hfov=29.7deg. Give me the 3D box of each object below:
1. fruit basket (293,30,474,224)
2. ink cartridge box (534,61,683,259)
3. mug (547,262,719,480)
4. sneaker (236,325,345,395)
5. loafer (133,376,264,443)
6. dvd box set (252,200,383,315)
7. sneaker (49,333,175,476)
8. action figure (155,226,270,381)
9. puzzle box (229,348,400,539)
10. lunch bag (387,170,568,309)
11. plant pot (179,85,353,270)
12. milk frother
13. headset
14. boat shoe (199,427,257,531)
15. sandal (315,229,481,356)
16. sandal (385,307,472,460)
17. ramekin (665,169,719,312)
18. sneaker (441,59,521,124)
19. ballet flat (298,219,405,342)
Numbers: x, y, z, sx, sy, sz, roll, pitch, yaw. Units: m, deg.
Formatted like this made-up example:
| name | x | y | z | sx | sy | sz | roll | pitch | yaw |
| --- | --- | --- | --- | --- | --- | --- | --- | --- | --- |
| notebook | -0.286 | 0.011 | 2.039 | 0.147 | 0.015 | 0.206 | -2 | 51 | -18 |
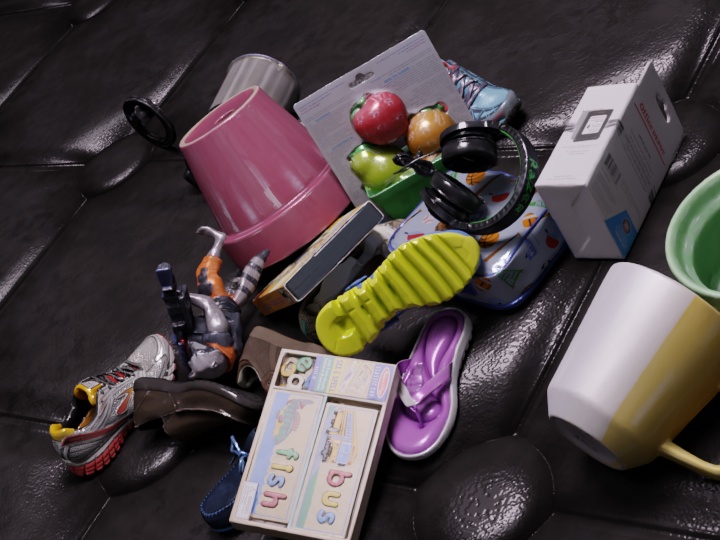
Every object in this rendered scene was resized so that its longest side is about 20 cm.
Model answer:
| name | x | y | z | sx | sy | sz | roll | pitch | yaw |
| --- | --- | --- | --- | --- | --- | --- | --- | --- | --- |
| fruit basket | 0.044 | -0.169 | 1.674 | 0.185 | 0.200 | 0.094 | -30 | 20 | 7 |
| ink cartridge box | 0.278 | -0.123 | 1.497 | 0.067 | 0.116 | 0.200 | 0 | 47 | 41 |
| mug | 0.259 | 0.100 | 1.227 | 0.153 | 0.149 | 0.186 | -52 | 31 | -11 |
| sneaker | -0.067 | 0.122 | 1.549 | 0.200 | 0.070 | 0.076 | 14 | 76 | 51 |
| loafer | -0.191 | 0.168 | 1.589 | 0.200 | 0.073 | 0.072 | -1 | 74 | 42 |
| dvd box set | -0.055 | -0.012 | 1.631 | 0.146 | 0.029 | 0.200 | -46 | 6 | -14 |
| sneaker | -0.302 | 0.154 | 1.673 | 0.078 | 0.082 | 0.200 | 6 | 50 | 43 |
| action figure | -0.173 | 0.040 | 1.613 | 0.104 | 0.200 | 0.194 | 0 | 52 | 9 |
| puzzle box | -0.045 | 0.182 | 1.401 | 0.133 | 0.025 | 0.201 | 7 | 62 | 17 |
| lunch bag | 0.132 | -0.035 | 1.550 | 0.200 | 0.076 | 0.160 | 16 | 61 | 47 |
| plant pot | -0.129 | -0.128 | 1.744 | 0.200 | 0.179 | 0.200 | -34 | 18 | 13 |
| milk frother | -0.216 | -0.234 | 1.967 | 0.180 | 0.200 | 0.188 | -14 | 39 | 33 |
| headset | 0.118 | -0.105 | 1.513 | 0.200 | 0.094 | 0.124 | 17 | 87 | 42 |
| boat shoe | -0.102 | 0.193 | 1.472 | 0.200 | 0.069 | 0.084 | -45 | 36 | -14 |
| sandal | 0.042 | 0.016 | 1.486 | 0.200 | 0.080 | 0.087 | -29 | 3 | 14 |
| sandal | 0.065 | 0.113 | 1.447 | 0.082 | 0.050 | 0.203 | -12 | 40 | 29 |
| ramekin | 0.399 | -0.015 | 1.281 | 0.199 | 0.098 | 0.200 | -22 | 37 | 18 |
| sneaker | 0.118 | -0.228 | 1.771 | 0.200 | 0.096 | 0.079 | 12 | 56 | 47 |
| ballet flat | 0.000 | 0.000 | 1.612 | 0.068 | 0.075 | 0.200 | 35 | 70 | 26 |
